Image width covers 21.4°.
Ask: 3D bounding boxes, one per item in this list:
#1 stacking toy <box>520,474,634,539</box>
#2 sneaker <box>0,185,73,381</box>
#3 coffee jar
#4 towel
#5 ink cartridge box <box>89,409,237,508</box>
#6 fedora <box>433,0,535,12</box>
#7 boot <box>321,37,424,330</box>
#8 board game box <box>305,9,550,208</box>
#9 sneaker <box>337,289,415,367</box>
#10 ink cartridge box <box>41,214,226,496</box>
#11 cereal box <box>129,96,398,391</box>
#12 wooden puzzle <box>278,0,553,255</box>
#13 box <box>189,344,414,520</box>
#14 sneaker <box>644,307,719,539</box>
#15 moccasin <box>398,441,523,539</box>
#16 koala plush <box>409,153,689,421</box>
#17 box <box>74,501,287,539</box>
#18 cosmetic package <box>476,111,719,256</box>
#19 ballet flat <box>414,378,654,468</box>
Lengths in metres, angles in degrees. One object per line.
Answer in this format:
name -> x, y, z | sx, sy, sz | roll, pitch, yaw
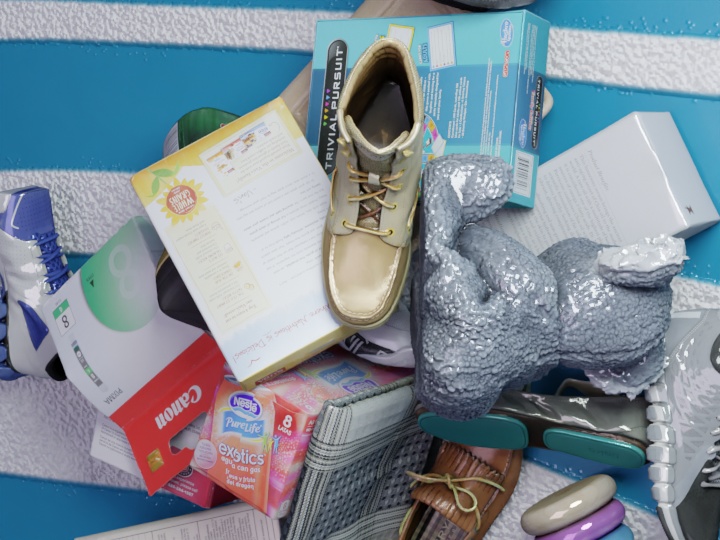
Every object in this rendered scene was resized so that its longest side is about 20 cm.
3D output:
stacking toy -> 0.209, 0.270, 1.542 | 0.085, 0.085, 0.200 | -28, 88, 31
sneaker -> -0.293, 0.020, 1.823 | 0.115, 0.081, 0.200 | 13, 109, 26
coffee jar -> -0.120, -0.039, 1.632 | 0.085, 0.104, 0.200 | -47, 33, 41
towel -> 0.009, 0.176, 1.578 | 0.035, 0.200, 0.193 | 28, 113, 28
ink cartridge box -> -0.154, 0.094, 1.734 | 0.145, 0.084, 0.200 | 20, 106, 29
fedora -> 0.073, -0.277, 1.535 | 0.201, 0.200, 0.092 | 57, 153, 14
boot -> 0.010, -0.063, 1.426 | 0.073, 0.155, 0.200 | 11, 80, 3
board game box -> 0.050, -0.129, 1.539 | 0.200, 0.047, 0.151 | 3, 85, 34
sneaker -> 0.000, 0.000, 1.634 | 0.200, 0.075, 0.115 | 30, 112, 28
ink cartridge box -> -0.193, 0.076, 1.666 | 0.161, 0.050, 0.200 | -40, 63, 37
cereal box -> -0.078, -0.022, 1.524 | 0.144, 0.040, 0.200 | -28, 73, -5
wooden puzzle -> 0.043, -0.139, 1.602 | 0.185, 0.037, 0.200 | -46, 66, 14
box -> -0.036, 0.128, 1.598 | 0.095, 0.200, 0.103 | 28, 108, 28
sneaker -> 0.285, 0.123, 1.476 | 0.115, 0.075, 0.200 | -8, 90, 30
moccasin -> 0.075, 0.194, 1.607 | 0.074, 0.078, 0.202 | 38, 110, 21
koala plush -> 0.142, 0.029, 1.424 | 0.200, 0.184, 0.178 | 3, 133, -2
box -> -0.149, 0.268, 1.715 | 0.200, 0.078, 0.095 | -12, 77, 15
cosmetic package -> 0.173, -0.038, 1.525 | 0.200, 0.071, 0.102 | -29, 79, 31
ballet flat -> 0.146, 0.115, 1.545 | 0.200, 0.067, 0.064 | 9, 59, 10
